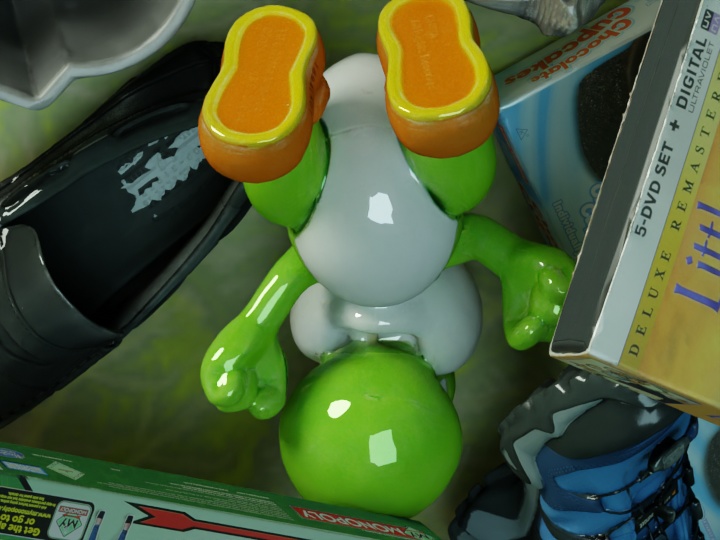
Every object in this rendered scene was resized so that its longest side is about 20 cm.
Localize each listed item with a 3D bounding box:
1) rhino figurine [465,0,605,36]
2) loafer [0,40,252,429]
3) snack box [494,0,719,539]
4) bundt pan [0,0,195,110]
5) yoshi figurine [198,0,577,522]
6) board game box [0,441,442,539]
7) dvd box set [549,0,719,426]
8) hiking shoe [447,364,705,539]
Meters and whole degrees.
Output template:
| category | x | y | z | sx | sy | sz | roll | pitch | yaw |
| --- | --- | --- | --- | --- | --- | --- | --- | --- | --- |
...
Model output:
| category | x | y | z | sx | sy | sz | roll | pitch | yaw |
| --- | --- | --- | --- | --- | --- | --- | --- | --- | --- |
| rhino figurine | 0.104 | -0.116 | 0.767 | 0.199 | 0.088 | 0.060 | -22 | 146 | -29 |
| loafer | -0.106 | 0.002 | 0.794 | 0.200 | 0.070 | 0.068 | -41 | 109 | 4 |
| snack box | 0.134 | -0.004 | 0.858 | 0.116 | 0.037 | 0.201 | -29 | 111 | -2 |
| bundt pan | -0.124 | -0.153 | 0.734 | 0.200 | 0.076 | 0.204 | -3 | 109 | -10 |
| yoshi figurine | 0.005 | 0.012 | 0.765 | 0.112 | 0.112 | 0.201 | -42 | 150 | -22 |
| board game box | -0.074 | 0.127 | 0.730 | 0.199 | 0.029 | 0.135 | 14 | 101 | -37 |
| dvd box set | 0.166 | -0.008 | 0.723 | 0.199 | 0.029 | 0.147 | 23 | 80 | -19 |
| hiking shoe | 0.091 | 0.076 | 0.797 | 0.074 | 0.200 | 0.087 | -36 | 75 | -18 |
